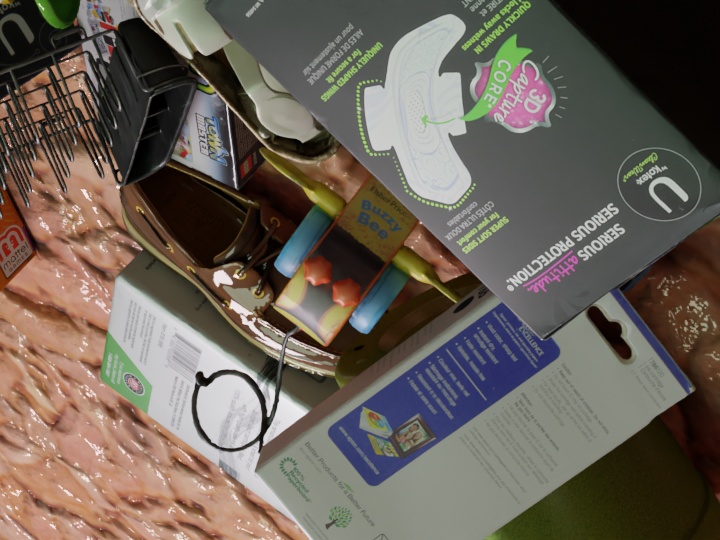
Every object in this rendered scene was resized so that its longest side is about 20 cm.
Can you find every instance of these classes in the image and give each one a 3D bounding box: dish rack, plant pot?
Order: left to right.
[{"bbox_3d":[-0.195,-0.066,0.950,0.055,0.199,0.153,64,161,10],"label":"dish rack"},{"bbox_3d":[0.083,0.107,0.976,0.200,0.200,0.193,-11,110,51],"label":"plant pot"}]

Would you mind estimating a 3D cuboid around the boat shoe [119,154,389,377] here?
[{"bbox_3d":[-0.066,-0.004,1.065,0.200,0.072,0.068,35,167,10],"label":"boat shoe"}]

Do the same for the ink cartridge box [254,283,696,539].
[{"bbox_3d":[0.055,0.073,0.864,0.200,0.039,0.100,-35,100,13],"label":"ink cartridge box"}]

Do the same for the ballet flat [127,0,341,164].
[{"bbox_3d":[-0.064,-0.123,0.896,0.070,0.065,0.200,-35,133,16],"label":"ballet flat"}]

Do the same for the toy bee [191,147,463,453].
[{"bbox_3d":[0.000,0.000,0.886,0.130,0.201,0.109,16,167,-6],"label":"toy bee"}]

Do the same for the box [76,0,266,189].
[{"bbox_3d":[-0.111,-0.143,0.990,0.110,0.035,0.200,26,145,21],"label":"box"}]

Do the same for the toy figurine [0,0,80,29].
[{"bbox_3d":[-0.253,-0.189,0.867,0.183,0.151,0.200,-5,149,8],"label":"toy figurine"}]

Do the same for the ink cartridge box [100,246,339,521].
[{"bbox_3d":[-0.065,0.070,1.157,0.200,0.083,0.147,36,147,8],"label":"ink cartridge box"}]

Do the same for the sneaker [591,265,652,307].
[{"bbox_3d":[0.067,-0.062,0.864,0.200,0.083,0.071,43,147,-5],"label":"sneaker"}]

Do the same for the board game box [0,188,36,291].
[{"bbox_3d":[-0.396,-0.040,1.252,0.199,0.200,0.200,14,140,34],"label":"board game box"}]

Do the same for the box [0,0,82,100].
[{"bbox_3d":[-0.268,-0.187,0.994,0.106,0.122,0.200,31,153,57],"label":"box"}]

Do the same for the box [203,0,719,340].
[{"bbox_3d":[0.068,-0.105,0.730,0.200,0.149,0.124,45,132,-8],"label":"box"}]
